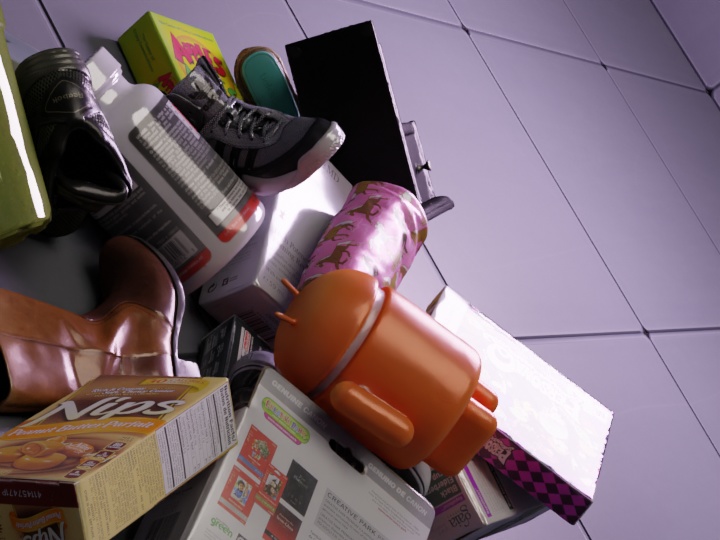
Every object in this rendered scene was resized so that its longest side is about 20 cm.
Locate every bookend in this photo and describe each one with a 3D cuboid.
[{"bbox_3d":[0.013,-0.139,1.894,0.200,0.091,0.201,-26,101,-77],"label":"bookend"}]

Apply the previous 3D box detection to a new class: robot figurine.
[{"bbox_3d":[0.015,0.077,1.495,0.199,0.117,0.145,36,61,-11],"label":"robot figurine"}]

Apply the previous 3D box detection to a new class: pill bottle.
[{"bbox_3d":[-0.185,-0.084,1.608,0.200,0.116,0.116,48,25,-11],"label":"pill bottle"}]

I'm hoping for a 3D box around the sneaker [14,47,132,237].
[{"bbox_3d":[-0.227,-0.066,1.455,0.075,0.200,0.115,-12,60,-21],"label":"sneaker"}]

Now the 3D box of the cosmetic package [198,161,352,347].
[{"bbox_3d":[-0.074,-0.026,1.718,0.102,0.074,0.201,45,40,-35],"label":"cosmetic package"}]

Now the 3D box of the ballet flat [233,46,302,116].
[{"bbox_3d":[-0.077,-0.132,1.914,0.201,0.067,0.072,64,-10,-11],"label":"ballet flat"}]

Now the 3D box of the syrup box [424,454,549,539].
[{"bbox_3d":[0.111,0.189,1.671,0.199,0.078,0.082,-5,65,-57],"label":"syrup box"}]

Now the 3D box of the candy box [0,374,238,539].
[{"bbox_3d":[-0.183,0.129,1.304,0.200,0.114,0.056,-35,121,-59],"label":"candy box"}]

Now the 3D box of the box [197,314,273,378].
[{"bbox_3d":[-0.075,0.153,1.575,0.159,0.046,0.201,42,27,-23],"label":"box"}]

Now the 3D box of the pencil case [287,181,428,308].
[{"bbox_3d":[0.000,0.000,1.674,0.082,0.087,0.201,11,37,11],"label":"pencil case"}]

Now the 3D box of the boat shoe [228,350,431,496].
[{"bbox_3d":[-0.030,0.147,1.540,0.199,0.072,0.071,33,38,-17],"label":"boat shoe"}]

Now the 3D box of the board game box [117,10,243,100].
[{"bbox_3d":[-0.153,-0.148,1.829,0.101,0.047,0.201,12,47,-55],"label":"board game box"}]

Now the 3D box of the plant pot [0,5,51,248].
[{"bbox_3d":[-0.313,-0.097,1.352,0.192,0.199,0.200,67,25,0],"label":"plant pot"}]

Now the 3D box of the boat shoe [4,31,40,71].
[{"bbox_3d":[-0.321,-0.162,1.529,0.201,0.087,0.074,33,19,31],"label":"boat shoe"}]

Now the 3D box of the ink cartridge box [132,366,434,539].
[{"bbox_3d":[-0.056,0.204,1.433,0.200,0.084,0.176,43,48,-22],"label":"ink cartridge box"}]

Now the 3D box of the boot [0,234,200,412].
[{"bbox_3d":[-0.228,0.038,1.468,0.199,0.068,0.190,13,53,-44],"label":"boot"}]

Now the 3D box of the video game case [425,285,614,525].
[{"bbox_3d":[0.128,0.114,1.663,0.199,0.036,0.181,37,25,-1],"label":"video game case"}]

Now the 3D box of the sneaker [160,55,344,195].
[{"bbox_3d":[-0.108,-0.128,1.646,0.114,0.199,0.076,54,55,-25],"label":"sneaker"}]
